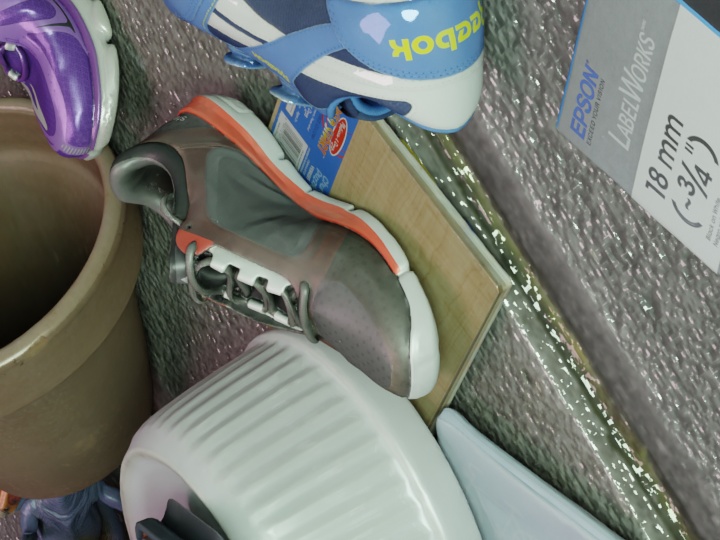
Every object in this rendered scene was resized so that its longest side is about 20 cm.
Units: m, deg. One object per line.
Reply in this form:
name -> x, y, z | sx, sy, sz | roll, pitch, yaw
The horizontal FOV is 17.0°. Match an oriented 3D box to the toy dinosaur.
toy dinosaur -> -0.194, 0.154, 1.481 | 0.199, 0.105, 0.183 | 30, 144, 46

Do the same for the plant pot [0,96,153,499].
plant pot -> -0.195, 0.036, 1.330 | 0.200, 0.200, 0.175 | 37, 161, 38

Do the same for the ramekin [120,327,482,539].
ramekin -> -0.032, 0.135, 1.165 | 0.200, 0.105, 0.201 | 45, 150, 35

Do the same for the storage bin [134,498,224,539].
storage bin -> -0.093, 0.228, 1.069 | 0.145, 0.134, 0.201 | 18, 131, 68

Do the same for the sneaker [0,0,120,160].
sneaker -> -0.195, -0.141, 1.252 | 0.201, 0.083, 0.081 | 59, 148, 4

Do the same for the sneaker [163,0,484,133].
sneaker -> -0.020, -0.103, 1.009 | 0.199, 0.074, 0.083 | 19, 133, 54

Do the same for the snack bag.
snack bag -> 0.099, 0.173, 1.111 | 0.188, 0.021, 0.201 | 35, 143, 39

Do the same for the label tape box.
label tape box -> 0.119, -0.087, 0.798 | 0.200, 0.063, 0.145 | 45, 148, 28

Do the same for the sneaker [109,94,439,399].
sneaker -> -0.044, 0.001, 1.097 | 0.200, 0.082, 0.078 | 42, 146, 35

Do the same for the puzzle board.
puzzle board -> 0.000, 0.000, 1.128 | 0.151, 0.017, 0.200 | 53, 151, 19
